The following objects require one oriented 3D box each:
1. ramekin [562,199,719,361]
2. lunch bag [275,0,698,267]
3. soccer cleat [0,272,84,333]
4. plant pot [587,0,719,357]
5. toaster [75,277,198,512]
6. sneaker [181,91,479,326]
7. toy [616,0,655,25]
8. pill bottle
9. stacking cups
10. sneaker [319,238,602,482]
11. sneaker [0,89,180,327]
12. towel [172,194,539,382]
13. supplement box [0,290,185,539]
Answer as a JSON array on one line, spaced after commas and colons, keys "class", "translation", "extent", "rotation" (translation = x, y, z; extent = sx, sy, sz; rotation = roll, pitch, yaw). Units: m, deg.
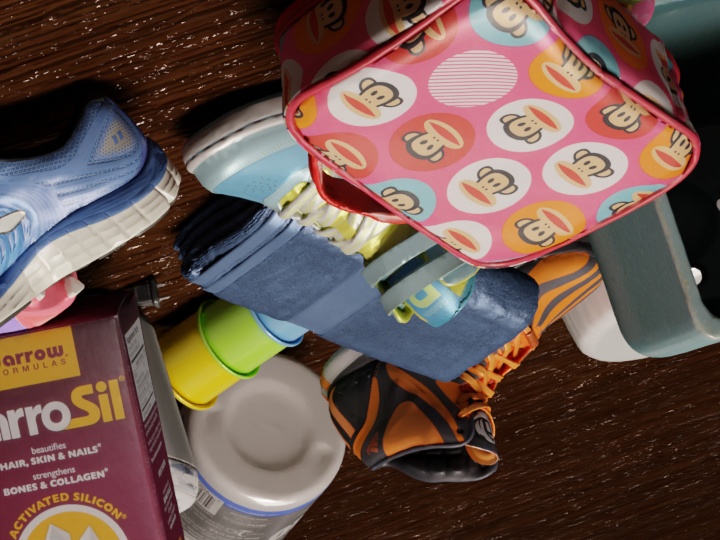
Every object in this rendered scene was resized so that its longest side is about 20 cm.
[{"class": "ramekin", "translation": [0.212, -0.019, 1.962], "extent": [0.200, 0.098, 0.201], "rotation": [-19, 163, -6]}, {"class": "lunch bag", "translation": [0.055, -0.081, 1.498], "extent": [0.176, 0.082, 0.200], "rotation": [-30, 137, 23]}, {"class": "soccer cleat", "translation": [-0.238, 0.013, 1.591], "extent": [0.076, 0.067, 0.200], "rotation": [-30, 164, 39]}, {"class": "plant pot", "translation": [0.218, -0.052, 1.729], "extent": [0.196, 0.196, 0.200], "rotation": [-15, 170, -18]}, {"class": "toaster", "translation": [-0.184, 0.103, 1.808], "extent": [0.200, 0.129, 0.114], "rotation": [-25, 163, 10]}, {"class": "sneaker", "translation": [-0.001, -0.030, 1.622], "extent": [0.200, 0.131, 0.080], "rotation": [-4, 158, -43]}, {"class": "toy", "translation": [0.130, -0.150, 1.555], "extent": [0.200, 0.047, 0.115], "rotation": [-21, 164, 0]}, {"class": "pill bottle", "translation": [-0.090, 0.143, 2.065], "extent": [0.114, 0.114, 0.200], "rotation": [-14, 162, -24]}, {"class": "stacking cups", "translation": [-0.043, 0.011, 1.840], "extent": [0.200, 0.061, 0.060], "rotation": [-37, 158, 28]}, {"class": "sneaker", "translation": [0.081, 0.066, 1.861], "extent": [0.200, 0.112, 0.078], "rotation": [-32, 143, 4]}, {"class": "sneaker", "translation": [-0.194, -0.022, 1.494], "extent": [0.200, 0.089, 0.079], "rotation": [-35, -165, -8]}, {"class": "towel", "translation": [0.000, 0.000, 1.743], "extent": [0.200, 0.049, 0.112], "rotation": [23, 144, -29]}, {"class": "supplement box", "translation": [-0.166, 0.123, 1.696], "extent": [0.110, 0.200, 0.086], "rotation": [-11, -172, 3]}]
